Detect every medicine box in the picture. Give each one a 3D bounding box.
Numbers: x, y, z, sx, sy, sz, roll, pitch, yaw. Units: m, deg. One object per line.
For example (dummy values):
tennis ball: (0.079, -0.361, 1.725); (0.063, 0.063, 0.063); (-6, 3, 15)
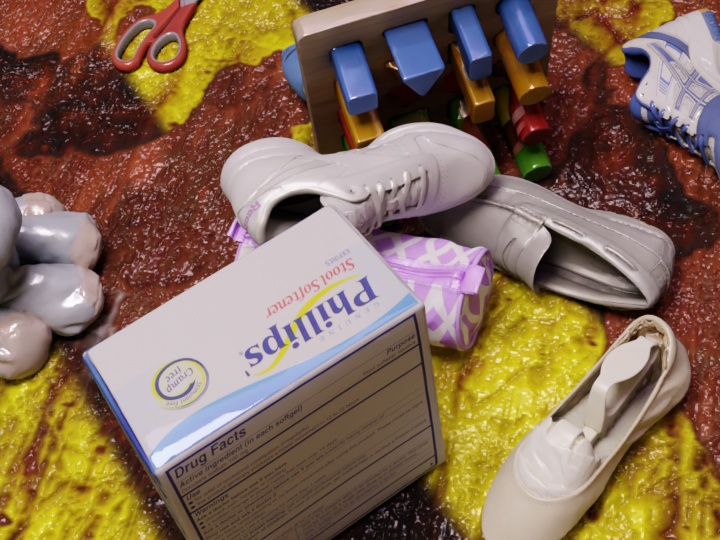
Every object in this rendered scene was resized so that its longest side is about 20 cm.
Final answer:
medicine box: (-0.051, 0.091, 0.794); (0.181, 0.201, 0.103); (-32, 55, -15)

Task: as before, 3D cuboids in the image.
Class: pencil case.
pencil case: (0.000, 0.000, 0.927); (0.199, 0.086, 0.084); (12, 62, 16)

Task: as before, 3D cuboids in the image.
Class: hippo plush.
hippo plush: (-0.298, -0.033, 0.953); (0.199, 0.161, 0.160); (19, 59, 22)

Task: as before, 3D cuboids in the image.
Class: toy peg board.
toy peg board: (0.065, -0.126, 0.952); (0.199, 0.199, 0.098); (-18, 68, -4)

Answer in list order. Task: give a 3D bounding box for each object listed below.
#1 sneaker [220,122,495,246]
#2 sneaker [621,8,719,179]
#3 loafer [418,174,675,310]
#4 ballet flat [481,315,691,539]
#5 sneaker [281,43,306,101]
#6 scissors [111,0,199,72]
sneaker: (0.005, -0.049, 0.881); (0.198, 0.075, 0.100); (-8, 37, -12)
sneaker: (0.264, -0.122, 0.993); (0.088, 0.075, 0.201); (-17, 45, 11)
loafer: (0.133, -0.020, 0.927); (0.199, 0.070, 0.070); (15, 40, 19)
ballet flat: (0.150, 0.105, 0.835); (0.069, 0.070, 0.200); (33, 65, 29)
sneaker: (0.024, -0.211, 1.094); (0.199, 0.066, 0.079); (-25, 50, -9)
scissors: (-0.170, -0.261, 1.196); (0.073, 0.014, 0.201); (12, 58, 20)
